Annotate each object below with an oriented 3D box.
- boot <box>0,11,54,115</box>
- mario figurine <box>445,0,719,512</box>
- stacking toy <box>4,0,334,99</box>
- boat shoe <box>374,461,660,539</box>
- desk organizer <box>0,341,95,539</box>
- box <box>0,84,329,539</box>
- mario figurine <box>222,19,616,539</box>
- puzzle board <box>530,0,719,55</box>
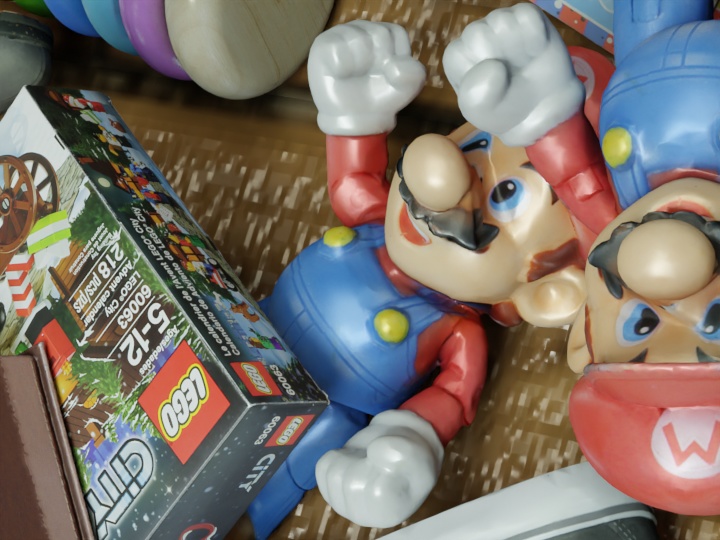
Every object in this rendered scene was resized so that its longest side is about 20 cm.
[{"bbox_3d":[-0.183,-0.004,0.899,0.200,0.068,0.131,-20,70,22],"label":"boot"},{"bbox_3d":[0.093,-0.034,0.694,0.123,0.106,0.200,-29,51,54],"label":"mario figurine"},{"bbox_3d":[-0.109,-0.122,0.899,0.200,0.085,0.085,18,79,29],"label":"stacking toy"},{"bbox_3d":[0.001,0.120,0.777,0.200,0.069,0.057,-25,65,9],"label":"boat shoe"},{"bbox_3d":[-0.180,0.090,0.794,0.200,0.077,0.072,-28,72,36],"label":"desk organizer"},{"bbox_3d":[-0.110,0.061,0.811,0.200,0.038,0.137,-53,58,26],"label":"box"},{"bbox_3d":[0.000,0.000,0.793,0.200,0.106,0.123,-40,97,12],"label":"mario figurine"},{"bbox_3d":[0.086,-0.141,0.791,0.200,0.017,0.151,35,124,15],"label":"puzzle board"}]
